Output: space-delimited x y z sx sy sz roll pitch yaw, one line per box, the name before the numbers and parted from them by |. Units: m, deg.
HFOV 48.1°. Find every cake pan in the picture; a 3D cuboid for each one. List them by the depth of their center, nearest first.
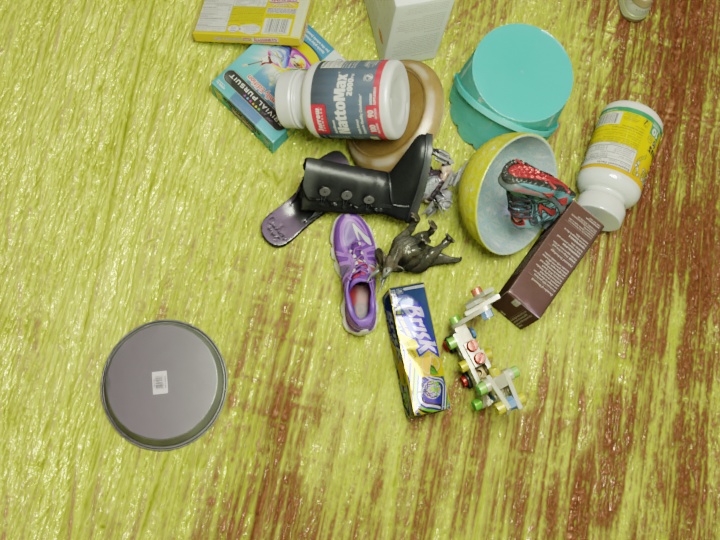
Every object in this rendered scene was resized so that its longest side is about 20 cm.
cake pan | -0.304 0.174 1.245 0.195 0.037 0.205 2 76 -6

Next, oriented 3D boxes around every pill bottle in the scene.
pill bottle | -0.030 -0.269 1.275 0.195 0.120 0.122 4 74 21
pill bottle | 0.436 -0.176 1.381 0.111 0.113 0.203 25 74 0

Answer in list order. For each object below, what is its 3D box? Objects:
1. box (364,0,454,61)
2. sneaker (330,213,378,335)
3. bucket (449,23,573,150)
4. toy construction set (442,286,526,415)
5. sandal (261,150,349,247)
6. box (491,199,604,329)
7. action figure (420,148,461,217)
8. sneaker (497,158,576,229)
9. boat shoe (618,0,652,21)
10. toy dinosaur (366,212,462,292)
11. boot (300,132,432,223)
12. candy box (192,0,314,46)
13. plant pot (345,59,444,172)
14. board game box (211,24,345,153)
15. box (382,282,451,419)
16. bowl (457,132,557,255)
box | 0.078 -0.467 1.365 0.104 0.200 0.156 -12 77 -8
sneaker | 0.000 0.000 1.301 0.079 0.084 0.205 -7 76 -9
bucket | 0.259 -0.307 1.380 0.202 0.135 0.212 1 75 -5
toy construction set | 0.190 0.131 1.265 0.090 0.131 0.205 -9 77 -9
sandal | -0.083 -0.118 1.340 0.076 0.043 0.201 39 75 4
box | 0.308 -0.008 1.330 0.075 0.100 0.201 39 76 3
action figure | 0.096 -0.175 1.346 0.069 0.130 0.202 -5 57 -47
sneaker | 0.266 -0.105 1.253 0.079 0.198 0.097 42 110 34
boat shoe | 0.508 -0.573 1.511 0.072 0.066 0.204 -13 78 -10
toy dinosaur | 0.089 -0.031 1.308 0.198 0.102 0.078 -3 54 -52
boot | 0.006 -0.155 1.266 0.195 0.167 0.066 11 39 -3
candy box | -0.183 -0.435 1.381 0.195 0.027 0.104 7 63 13
plant pot | 0.048 -0.259 1.335 0.197 0.027 0.205 -11 70 33
board game box | -0.134 -0.327 1.385 0.151 0.047 0.200 43 75 5
box | 0.087 0.128 1.285 0.063 0.070 0.205 -9 78 -11
bowl | 0.224 -0.137 1.337 0.201 0.201 0.107 -47 42 -15
